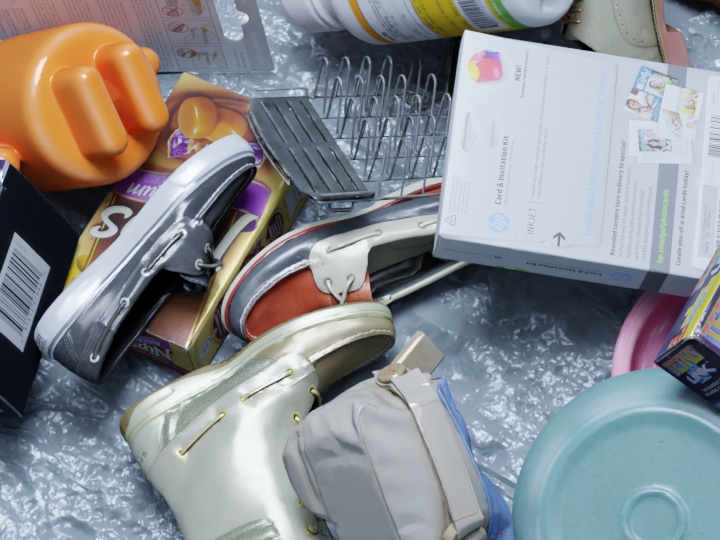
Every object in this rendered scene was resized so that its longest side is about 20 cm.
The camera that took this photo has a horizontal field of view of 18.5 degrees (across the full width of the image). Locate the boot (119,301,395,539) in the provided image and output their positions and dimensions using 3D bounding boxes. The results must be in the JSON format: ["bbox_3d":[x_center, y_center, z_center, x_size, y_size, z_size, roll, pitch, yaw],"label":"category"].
[{"bbox_3d":[-0.043,0.120,1.473,0.200,0.072,0.155,-26,62,-5],"label":"boot"}]

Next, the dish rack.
[{"bbox_3d":[0.027,-0.103,1.543,0.200,0.055,0.153,-5,36,-23],"label":"dish rack"}]

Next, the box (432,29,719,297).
[{"bbox_3d":[0.156,-0.069,1.464,0.200,0.041,0.156,9,66,-2],"label":"box"}]

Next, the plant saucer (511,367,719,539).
[{"bbox_3d":[0.188,0.159,1.401,0.200,0.036,0.200,-3,80,18],"label":"plant saucer"}]

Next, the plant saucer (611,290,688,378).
[{"bbox_3d":[0.267,0.079,1.469,0.200,0.051,0.201,-3,61,6],"label":"plant saucer"}]

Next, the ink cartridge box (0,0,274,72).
[{"bbox_3d":[-0.172,-0.199,1.612,0.200,0.163,0.057,-5,66,4],"label":"ink cartridge box"}]

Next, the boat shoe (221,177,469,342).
[{"bbox_3d":[0.000,0.000,1.529,0.200,0.071,0.063,-26,43,-14],"label":"boat shoe"}]

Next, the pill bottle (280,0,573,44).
[{"bbox_3d":[0.043,-0.217,1.552,0.200,0.111,0.111,-2,58,35],"label":"pill bottle"}]

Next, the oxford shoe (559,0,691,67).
[{"bbox_3d":[0.173,-0.197,1.567,0.074,0.071,0.200,-24,103,-5],"label":"oxford shoe"}]

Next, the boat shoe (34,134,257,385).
[{"bbox_3d":[-0.130,-0.004,1.493,0.066,0.070,0.200,40,73,15],"label":"boat shoe"}]

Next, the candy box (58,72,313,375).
[{"bbox_3d":[-0.120,-0.033,1.575,0.117,0.056,0.200,22,67,17],"label":"candy box"}]

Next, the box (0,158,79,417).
[{"bbox_3d":[-0.315,0.013,1.516,0.200,0.104,0.148,-1,60,26],"label":"box"}]

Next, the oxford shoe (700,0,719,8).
[{"bbox_3d":[0.256,-0.221,1.639,0.071,0.071,0.200,-40,61,17],"label":"oxford shoe"}]

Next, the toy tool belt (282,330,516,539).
[{"bbox_3d":[0.047,0.149,1.410,0.125,0.200,0.123,-11,17,45],"label":"toy tool belt"}]

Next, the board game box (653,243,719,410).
[{"bbox_3d":[0.302,0.024,1.403,0.165,0.057,0.200,36,62,-2],"label":"board game box"}]

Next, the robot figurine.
[{"bbox_3d":[-0.220,-0.113,1.569,0.200,0.117,0.144,-3,64,52],"label":"robot figurine"}]
